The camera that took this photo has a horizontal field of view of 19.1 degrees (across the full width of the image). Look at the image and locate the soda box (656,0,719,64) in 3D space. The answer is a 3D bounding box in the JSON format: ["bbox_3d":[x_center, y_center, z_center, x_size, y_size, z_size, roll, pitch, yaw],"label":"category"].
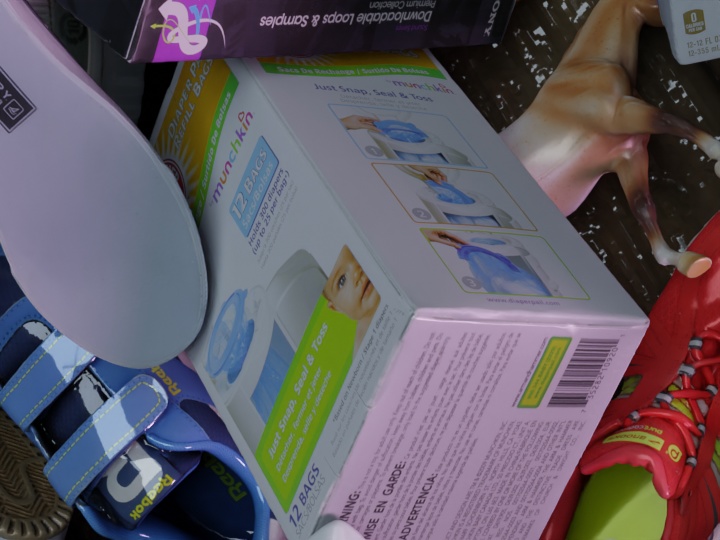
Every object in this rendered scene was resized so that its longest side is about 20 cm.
[{"bbox_3d":[0.204,-0.137,0.784,0.199,0.064,0.068,-12,122,4],"label":"soda box"}]

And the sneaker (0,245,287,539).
[{"bbox_3d":[-0.099,0.052,0.846,0.200,0.082,0.074,38,112,-14],"label":"sneaker"}]

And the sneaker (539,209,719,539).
[{"bbox_3d":[0.122,0.063,0.811,0.077,0.085,0.201,26,92,19],"label":"sneaker"}]

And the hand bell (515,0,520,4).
[{"bbox_3d":[0.096,-0.161,0.858,0.200,0.104,0.104,-40,72,22],"label":"hand bell"}]

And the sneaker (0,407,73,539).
[{"bbox_3d":[-0.193,0.087,0.924,0.200,0.071,0.113,51,132,40],"label":"sneaker"}]

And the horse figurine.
[{"bbox_3d":[0.076,-0.023,0.843,0.200,0.050,0.133,-49,44,22],"label":"horse figurine"}]

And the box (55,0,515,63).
[{"bbox_3d":[-0.051,-0.130,0.821,0.143,0.199,0.036,38,119,33],"label":"box"}]

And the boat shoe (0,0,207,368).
[{"bbox_3d":[-0.125,-0.054,0.779,0.070,0.066,0.200,-38,105,4],"label":"boat shoe"}]

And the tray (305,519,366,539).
[{"bbox_3d":[0.022,0.189,0.735,0.107,0.022,0.200,-41,99,15],"label":"tray"}]

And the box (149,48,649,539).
[{"bbox_3d":[0.000,0.000,0.794,0.200,0.101,0.113,57,133,44],"label":"box"}]

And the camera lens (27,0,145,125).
[{"bbox_3d":[-0.207,-0.090,0.858,0.160,0.199,0.161,4,95,55],"label":"camera lens"}]
